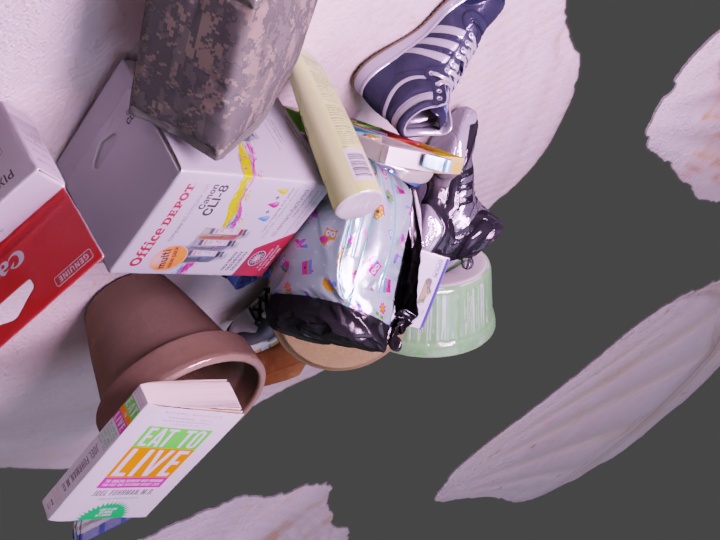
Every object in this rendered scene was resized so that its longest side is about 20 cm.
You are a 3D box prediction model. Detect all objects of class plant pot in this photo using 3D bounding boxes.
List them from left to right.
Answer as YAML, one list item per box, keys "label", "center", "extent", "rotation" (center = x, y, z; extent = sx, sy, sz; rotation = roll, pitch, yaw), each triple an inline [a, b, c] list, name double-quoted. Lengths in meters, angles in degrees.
- label: "plant pot"
  center: [-0.233, 0.100, 1.213]
  extent: [0.199, 0.175, 0.201]
  rotation: [-26, 150, -16]

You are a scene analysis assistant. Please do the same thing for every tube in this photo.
- label: "tube"
  center: [-0.034, -0.147, 1.039]
  extent: [0.051, 0.202, 0.058]
  rotation: [-13, 157, -18]

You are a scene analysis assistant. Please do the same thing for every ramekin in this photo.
- label: "ramekin"
  center: [0.091, 0.028, 1.447]
  extent: [0.198, 0.199, 0.099]
  rotation: [-17, 121, -31]

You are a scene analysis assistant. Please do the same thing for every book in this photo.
- label: "book"
  center: [-0.238, 0.197, 1.130]
  extent: [0.133, 0.048, 0.200]
  rotation: [10, 129, -50]

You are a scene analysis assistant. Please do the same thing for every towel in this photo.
- label: "towel"
  center: [-0.373, 0.342, 1.592]
  extent: [0.146, 0.024, 0.201]
  rotation: [-23, 151, -28]

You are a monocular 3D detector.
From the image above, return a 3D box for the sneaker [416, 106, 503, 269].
- label: "sneaker"
  center: [0.133, -0.101, 1.339]
  extent: [0.113, 0.075, 0.202]
  rotation: [17, 93, -25]

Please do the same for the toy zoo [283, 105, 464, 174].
- label: "toy zoo"
  center: [0.021, -0.137, 1.124]
  extent: [0.131, 0.199, 0.021]
  rotation: [1, 109, -49]

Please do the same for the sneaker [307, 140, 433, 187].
- label: "sneaker"
  center: [-0.007, -0.102, 1.265]
  extent: [0.199, 0.077, 0.112]
  rotation: [-6, 139, -44]

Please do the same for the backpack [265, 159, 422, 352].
- label: "backpack"
  center: [-0.017, -0.024, 1.106]
  extent: [0.126, 0.166, 0.202]
  rotation: [27, 75, -50]

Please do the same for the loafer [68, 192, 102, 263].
- label: "loafer"
  center: [-0.242, -0.043, 1.101]
  extent: [0.198, 0.076, 0.068]
  rotation: [3, 136, -37]

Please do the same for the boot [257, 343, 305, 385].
- label: "boot"
  center: [-0.171, 0.167, 1.537]
  extent: [0.199, 0.068, 0.189]
  rotation: [-18, 140, -45]

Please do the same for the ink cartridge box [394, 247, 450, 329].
- label: "ink cartridge box"
  center: [0.000, 0.000, 1.233]
  extent: [0.198, 0.039, 0.100]
  rotation: [16, 103, -23]

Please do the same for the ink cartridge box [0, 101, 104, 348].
- label: "ink cartridge box"
  center: [-0.339, -0.020, 0.907]
  extent: [0.200, 0.177, 0.045]
  rotation: [-40, 152, 7]

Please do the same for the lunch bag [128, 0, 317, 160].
- label: "lunch bag"
  center: [-0.103, -0.225, 0.915]
  extent: [0.200, 0.117, 0.165]
  rotation: [-52, 167, -48]

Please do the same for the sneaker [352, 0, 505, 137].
- label: "sneaker"
  center: [0.099, -0.227, 1.158]
  extent: [0.199, 0.109, 0.070]
  rotation: [-35, 153, -1]

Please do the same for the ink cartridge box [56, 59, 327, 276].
- label: "ink cartridge box"
  center: [-0.163, -0.093, 1.024]
  extent: [0.199, 0.145, 0.145]
  rotation: [1, 139, -48]

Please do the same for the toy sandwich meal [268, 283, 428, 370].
- label: "toy sandwich meal"
  center: [-0.021, 0.031, 1.314]
  extent: [0.203, 0.070, 0.207]
  rotation: [-3, 115, -6]

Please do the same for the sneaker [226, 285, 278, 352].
- label: "sneaker"
  center: [-0.105, 0.030, 1.383]
  extent: [0.199, 0.076, 0.088]
  rotation: [-35, 136, -8]

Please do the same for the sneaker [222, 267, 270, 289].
- label: "sneaker"
  center: [-0.128, -0.032, 1.256]
  extent: [0.070, 0.078, 0.200]
  rotation: [-47, 172, 15]
